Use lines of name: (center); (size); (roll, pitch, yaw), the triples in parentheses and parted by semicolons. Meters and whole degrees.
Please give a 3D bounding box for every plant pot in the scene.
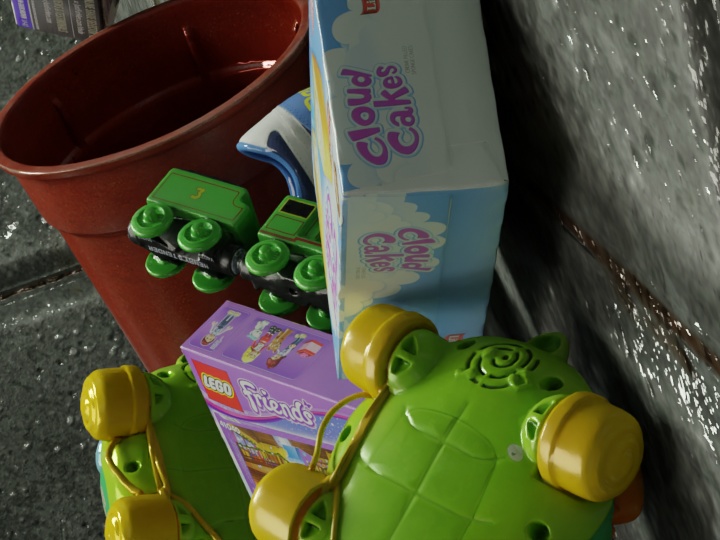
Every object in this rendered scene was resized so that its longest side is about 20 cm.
plant pot: (-0.082, -0.031, 1.390); (0.196, 0.200, 0.201); (65, 175, -27)

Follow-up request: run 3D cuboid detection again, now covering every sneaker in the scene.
sneaker: (0.000, 0.000, 1.236); (0.074, 0.082, 0.202); (152, 98, -79)

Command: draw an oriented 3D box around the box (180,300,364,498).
box: (0.015, 0.098, 1.138); (0.199, 0.039, 0.138); (17, 141, 41)

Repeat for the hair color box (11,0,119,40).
hair color box: (-0.158, -0.250, 1.438); (0.109, 0.064, 0.202); (104, 177, -75)

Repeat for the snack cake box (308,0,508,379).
snack cake box: (0.016, -0.043, 1.007); (0.200, 0.067, 0.116); (92, 173, -67)

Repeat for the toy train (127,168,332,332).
toy train: (-0.025, -0.005, 1.162); (0.199, 0.057, 0.042); (17, 143, 29)

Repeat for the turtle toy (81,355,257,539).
turtle toy: (-0.077, 0.137, 1.291); (0.101, 0.145, 0.201); (123, 140, -53)

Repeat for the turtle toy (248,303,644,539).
turtle toy: (0.036, 0.115, 0.967); (0.145, 0.201, 0.101); (25, 172, 40)
